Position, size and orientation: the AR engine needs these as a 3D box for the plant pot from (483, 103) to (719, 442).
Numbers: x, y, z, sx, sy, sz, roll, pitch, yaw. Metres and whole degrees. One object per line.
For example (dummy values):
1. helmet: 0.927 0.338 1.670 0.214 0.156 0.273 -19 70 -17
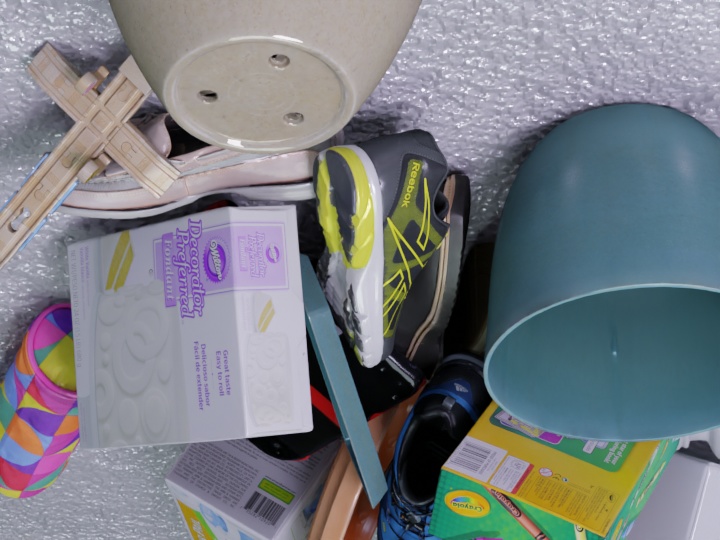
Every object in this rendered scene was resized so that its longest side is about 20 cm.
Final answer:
1. plant pot: 0.176 -0.007 1.208 0.198 0.162 0.201 1 149 0

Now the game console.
1. game console: -0.072 0.048 1.355 0.200 0.031 0.176 41 134 -15

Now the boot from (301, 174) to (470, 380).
1. boot: 0.000 0.000 1.315 0.137 0.078 0.201 14 139 1

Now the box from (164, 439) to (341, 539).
1. box: -0.075 0.201 1.562 0.112 0.102 0.201 27 155 22

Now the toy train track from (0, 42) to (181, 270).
1. toy train track: -0.188 -0.059 1.154 0.115 0.033 0.200 43 110 -1

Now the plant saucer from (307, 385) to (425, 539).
1. plant saucer: 0.000 0.165 1.463 0.032 0.201 0.201 22 150 10

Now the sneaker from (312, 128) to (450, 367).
1. sneaker: 0.021 -0.011 1.214 0.084 0.075 0.201 -22 146 -15

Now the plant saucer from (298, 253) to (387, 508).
1. plant saucer: -0.015 0.075 1.279 0.019 0.070 0.201 -21 133 -4

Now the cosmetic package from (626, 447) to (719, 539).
1. cosmetic package: 0.292 0.214 1.521 0.198 0.124 0.199 17 179 -23

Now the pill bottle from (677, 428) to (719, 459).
1. pill bottle: 0.308 0.082 1.391 0.198 0.121 0.120 -4 148 7

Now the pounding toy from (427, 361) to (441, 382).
1. pounding toy: 0.126 0.176 1.481 0.140 0.186 0.201 -2 148 3

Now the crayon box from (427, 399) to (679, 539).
1. crayon box: 0.140 0.127 1.281 0.118 0.200 0.059 21 124 17

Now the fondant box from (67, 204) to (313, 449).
1. fondant box: -0.117 0.041 1.246 0.058 0.146 0.199 -1 174 -41

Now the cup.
1. cup: -0.052 -0.149 1.000 0.198 0.145 0.201 0 149 0

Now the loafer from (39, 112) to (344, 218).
1. loafer: -0.108 -0.080 1.195 0.198 0.072 0.063 -4 131 -5

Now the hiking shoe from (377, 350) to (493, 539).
1. hiking shoe: 0.042 0.153 1.345 0.074 0.087 0.202 23 119 18

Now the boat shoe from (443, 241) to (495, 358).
1. boat shoe: 0.103 0.038 1.368 0.062 0.074 0.201 2 151 -6

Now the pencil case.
1. pencil case: -0.245 0.103 1.467 0.088 0.089 0.200 12 148 -19
